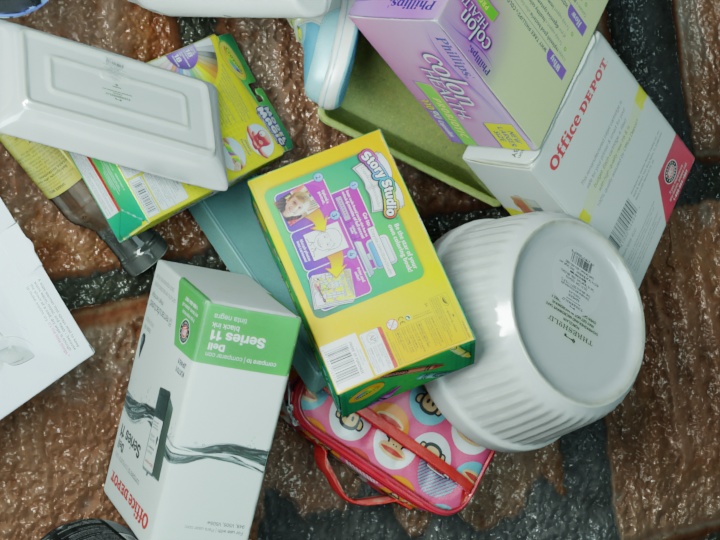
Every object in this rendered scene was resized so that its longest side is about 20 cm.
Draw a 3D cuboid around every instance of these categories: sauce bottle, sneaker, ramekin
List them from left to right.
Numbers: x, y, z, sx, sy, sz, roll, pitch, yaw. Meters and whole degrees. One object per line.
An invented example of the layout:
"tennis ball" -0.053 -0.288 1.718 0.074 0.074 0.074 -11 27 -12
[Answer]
"sauce bottle" -0.229 -0.082 1.551 0.065 0.065 0.201 -43 108 -21
"sneaker" -0.061 -0.227 1.612 0.129 0.080 0.202 7 64 -3
"ramekin" 0.147 0.045 1.640 0.199 0.105 0.202 13 69 -36

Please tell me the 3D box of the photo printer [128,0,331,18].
"photo printer" -0.104 -0.282 1.550 0.069 0.199 0.168 16 83 -52

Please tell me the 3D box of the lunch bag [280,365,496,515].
"lunch bag" 0.025 0.115 1.674 0.199 0.082 0.177 35 77 -20

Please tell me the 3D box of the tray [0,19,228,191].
"tray" -0.186 -0.129 1.481 0.199 0.022 0.108 14 50 -32

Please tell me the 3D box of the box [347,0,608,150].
"box" 0.108 -0.232 1.612 0.176 0.096 0.201 45 63 -43

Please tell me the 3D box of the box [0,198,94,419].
"box" -0.330 0.026 1.477 0.176 0.096 0.201 -37 105 -24

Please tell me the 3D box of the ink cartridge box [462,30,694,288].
"ink cartridge box" 0.194 -0.098 1.721 0.200 0.083 0.146 45 65 -42

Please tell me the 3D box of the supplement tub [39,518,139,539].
"supplement tub" -0.181 0.268 1.484 0.121 0.200 0.124 -4 100 -25

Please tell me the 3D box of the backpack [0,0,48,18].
"backpack" -0.307 -0.281 1.468 0.199 0.134 0.184 34 67 -23

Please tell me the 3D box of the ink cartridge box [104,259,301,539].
"ink cartridge box" -0.126 0.109 1.529 0.082 0.146 0.202 10 99 -24

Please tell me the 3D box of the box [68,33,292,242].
"box" -0.144 -0.112 1.566 0.200 0.048 0.118 -30 91 -47

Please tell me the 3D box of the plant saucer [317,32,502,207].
"plant saucer" 0.065 -0.182 1.715 0.199 0.048 0.201 24 78 -24

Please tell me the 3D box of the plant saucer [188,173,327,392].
"plant saucer" -0.065 0.002 1.609 0.070 0.019 0.201 -27 73 -25

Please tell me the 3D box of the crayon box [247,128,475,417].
"crayon box" 0.000 0.000 1.567 0.118 0.058 0.201 -21 69 -7
